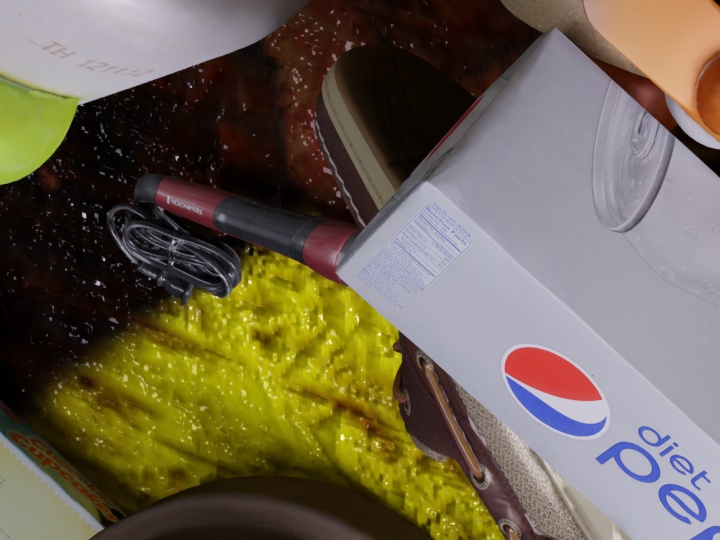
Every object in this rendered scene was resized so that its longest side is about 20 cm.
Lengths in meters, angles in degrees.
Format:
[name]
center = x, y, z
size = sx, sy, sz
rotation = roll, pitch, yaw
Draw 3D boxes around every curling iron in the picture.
[curling iron]
center = 0.000, 0.000, 0.952
size = 0.199, 0.026, 0.050
rotation = 10, 141, 28

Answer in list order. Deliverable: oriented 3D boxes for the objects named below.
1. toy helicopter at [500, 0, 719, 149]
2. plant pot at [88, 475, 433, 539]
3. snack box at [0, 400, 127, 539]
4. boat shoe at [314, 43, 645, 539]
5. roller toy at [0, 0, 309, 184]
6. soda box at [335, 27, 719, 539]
[toy helicopter]
center = 0.131, -0.052, 0.750
size = 0.199, 0.132, 0.079
rotation = 22, 107, 12
[plant pot]
center = -0.056, 0.181, 0.947
size = 0.199, 0.175, 0.202
rotation = 2, 95, 18
[snack box]
center = -0.123, 0.148, 1.084
size = 0.200, 0.037, 0.116
rotation = 41, 99, 13
[boat shoe]
center = 0.036, 0.030, 0.805
size = 0.072, 0.072, 0.201
rotation = -38, 83, 35
[roller toy]
center = -0.093, -0.147, 0.829
size = 0.139, 0.182, 0.201
rotation = -13, 108, 42
[soda box]
center = 0.095, 0.033, 0.736
size = 0.200, 0.068, 0.063
rotation = 42, 148, -2
